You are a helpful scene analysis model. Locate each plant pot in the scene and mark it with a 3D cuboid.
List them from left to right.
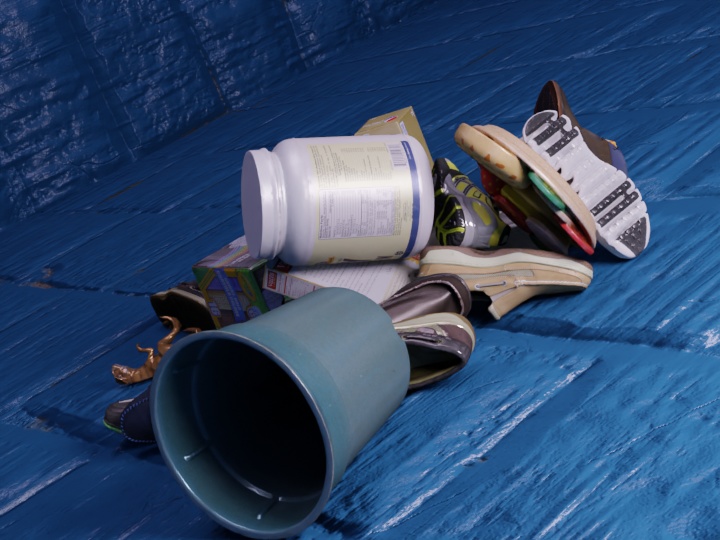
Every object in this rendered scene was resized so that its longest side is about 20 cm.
[{"bbox_3d":[-0.060,0.116,1.140,0.199,0.202,0.196,-10,14,35],"label":"plant pot"}]

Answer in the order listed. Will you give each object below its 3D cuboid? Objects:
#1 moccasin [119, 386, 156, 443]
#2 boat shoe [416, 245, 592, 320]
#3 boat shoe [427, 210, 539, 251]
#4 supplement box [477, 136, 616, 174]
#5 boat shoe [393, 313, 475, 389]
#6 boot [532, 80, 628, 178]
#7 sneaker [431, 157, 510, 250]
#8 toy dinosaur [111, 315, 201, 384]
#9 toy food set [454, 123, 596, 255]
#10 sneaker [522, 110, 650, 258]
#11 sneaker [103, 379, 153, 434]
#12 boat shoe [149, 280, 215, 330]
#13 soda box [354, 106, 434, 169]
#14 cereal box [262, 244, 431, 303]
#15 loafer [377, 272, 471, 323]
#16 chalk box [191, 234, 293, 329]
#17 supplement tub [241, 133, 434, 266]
[{"bbox_3d":[-0.183,0.150,1.345,0.199,0.081,0.068,-20,11,13],"label":"moccasin"},{"bbox_3d":[0.160,0.019,1.349,0.198,0.077,0.072,2,-18,24],"label":"boat shoe"},{"bbox_3d":[0.156,-0.036,1.500,0.200,0.073,0.060,-6,22,27],"label":"boat shoe"},{"bbox_3d":[0.258,-0.132,1.644,0.125,0.074,0.200,-25,19,-10],"label":"supplement box"},{"bbox_3d":[0.020,0.095,1.253,0.199,0.072,0.066,-14,18,13],"label":"boat shoe"},{"bbox_3d":[0.277,-0.148,1.522,0.096,0.201,0.075,10,-33,-20],"label":"boot"},{"bbox_3d":[0.123,-0.073,1.454,0.076,0.076,0.200,10,27,-14],"label":"sneaker"},{"bbox_3d":[-0.240,0.112,1.603,0.199,0.060,0.107,-19,41,29],"label":"toy dinosaur"},{"bbox_3d":[0.186,-0.085,1.338,0.049,0.198,0.200,-45,-12,-3],"label":"toy food set"},{"bbox_3d":[0.258,-0.092,1.396,0.075,0.201,0.081,-30,-18,-18],"label":"sneaker"},{"bbox_3d":[-0.213,0.136,1.420,0.199,0.084,0.077,-21,16,7],"label":"sneaker"},{"bbox_3d":[-0.243,0.045,1.749,0.066,0.072,0.200,-37,17,-26],"label":"boat shoe"},{"bbox_3d":[0.066,-0.109,1.601,0.067,0.201,0.064,-13,19,27],"label":"soda box"},{"bbox_3d":[0.000,0.000,1.438,0.199,0.040,0.144,19,39,12],"label":"cereal box"},{"bbox_3d":[0.033,0.071,1.325,0.199,0.073,0.071,-30,3,10],"label":"loafer"},{"bbox_3d":[-0.102,0.025,1.552,0.124,0.125,0.199,-31,20,-31],"label":"chalk box"},{"bbox_3d":[-0.029,-0.081,1.382,0.198,0.146,0.145,-4,13,-16],"label":"supplement tub"}]
